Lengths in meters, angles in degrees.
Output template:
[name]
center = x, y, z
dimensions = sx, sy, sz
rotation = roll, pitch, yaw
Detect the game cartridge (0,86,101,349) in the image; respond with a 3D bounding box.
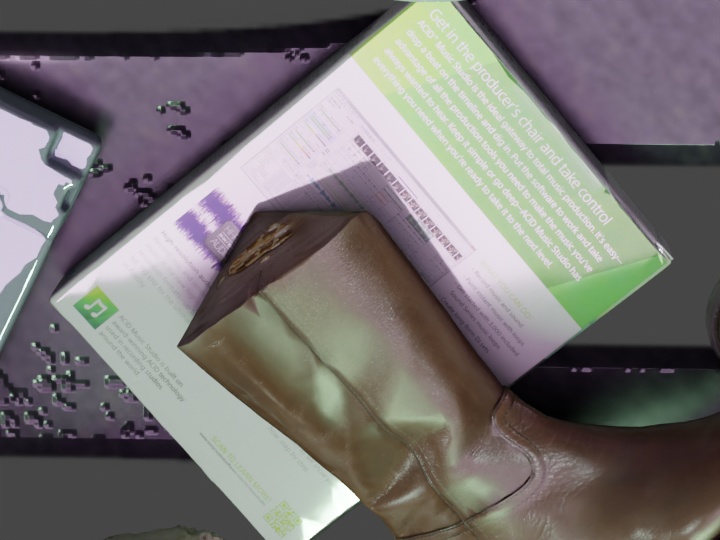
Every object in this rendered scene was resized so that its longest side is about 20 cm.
[game cartridge]
center = -0.202, 0.006, 1.017
dimensions = 0.133, 0.041, 0.200
rotation = 26, 106, -9

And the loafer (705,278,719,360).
[loafer]
center = 0.225, -0.009, 0.977
dimensions = 0.200, 0.070, 0.075
rotation = -36, 102, 12

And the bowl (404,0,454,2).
[bowl]
center = 0.022, -0.194, 0.905
dimensions = 0.201, 0.090, 0.202
rotation = 1, 97, 4

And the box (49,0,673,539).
[box]
center = 0.000, 0.000, 1.009
dimensions = 0.200, 0.036, 0.144
rotation = -38, 102, 13

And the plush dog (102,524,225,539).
[plush dog]
center = -0.138, 0.204, 1.022
dimensions = 0.160, 0.200, 0.172
rotation = -2, 105, 43

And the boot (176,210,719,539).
[boot]
center = 0.051, 0.036, 0.962
dimensions = 0.186, 0.064, 0.200
rotation = -38, 99, 21
